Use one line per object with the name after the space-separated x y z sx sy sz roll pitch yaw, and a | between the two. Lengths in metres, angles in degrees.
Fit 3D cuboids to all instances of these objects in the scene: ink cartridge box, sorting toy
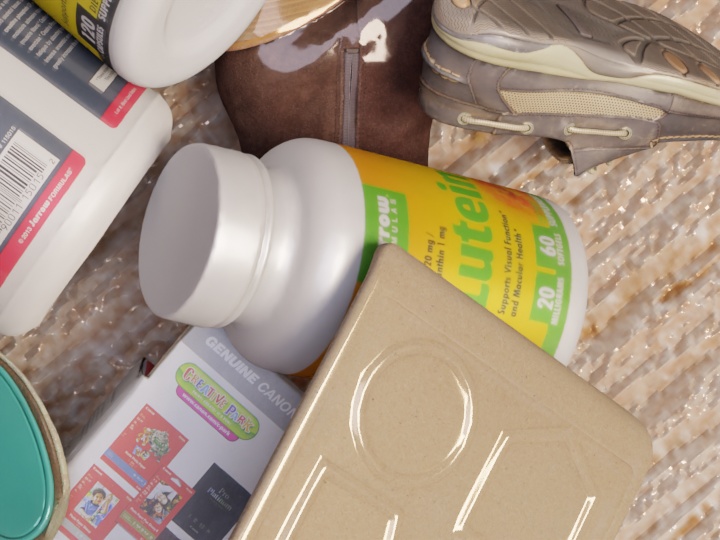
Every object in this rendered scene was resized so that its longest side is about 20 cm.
-0.062 0.144 1.177 0.200 0.084 0.176 42 90 -6 | ink cartridge box
0.031 0.116 1.070 0.185 0.036 0.201 35 72 -28 | sorting toy

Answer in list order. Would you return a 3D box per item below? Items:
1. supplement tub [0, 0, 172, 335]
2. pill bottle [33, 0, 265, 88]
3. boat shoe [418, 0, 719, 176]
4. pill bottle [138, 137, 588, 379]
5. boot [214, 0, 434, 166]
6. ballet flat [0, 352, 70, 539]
-0.203 -0.077 1.123 0.199 0.140 0.141 36 92 -5 | supplement tub
-0.137 -0.186 1.110 0.200 0.112 0.112 40 92 20 | pill bottle
0.112 -0.091 1.165 0.198 0.075 0.074 12 122 -27 | boat shoe
0.000 0.000 1.121 0.199 0.111 0.112 13 94 -30 | pill bottle
0.024 -0.105 1.184 0.198 0.072 0.168 -10 108 -6 | boot
-0.197 0.055 1.145 0.067 0.062 0.200 -40 72 4 | ballet flat
